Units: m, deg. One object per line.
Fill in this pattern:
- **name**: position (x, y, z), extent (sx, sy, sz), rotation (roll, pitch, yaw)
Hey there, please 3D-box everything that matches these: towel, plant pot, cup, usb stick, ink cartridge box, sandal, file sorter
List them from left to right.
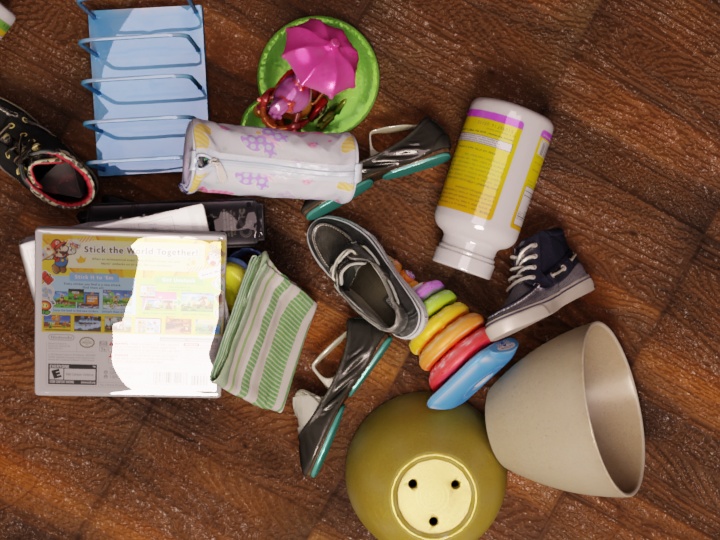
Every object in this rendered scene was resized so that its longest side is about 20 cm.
- **ink cartridge box**: position (-0.253, 0.022, 1.276), extent (0.199, 0.057, 0.163), rotation (-14, 104, -10)
- **file sorter**: position (-0.255, -0.216, 1.365), extent (0.138, 0.123, 0.201), rotation (-3, 92, 0)
- **usb stick**: position (-0.205, -0.050, 1.290), extent (0.199, 0.033, 0.056), rotation (-2, 89, 3)
- **sandal**: position (-0.136, 0.051, 1.363), extent (0.079, 0.087, 0.200), rotation (20, 134, 11)
- **towel**: position (-0.104, 0.075, 1.323), extent (0.023, 0.200, 0.153), rotation (14, 77, 18)
- **plant pot**: position (0.082, 0.250, 1.366), extent (0.199, 0.142, 0.201), rotation (0, 91, -1)
- **cup**: position (0.230, 0.172, 1.359), extent (0.143, 0.200, 0.201), rotation (-15, 91, 28)

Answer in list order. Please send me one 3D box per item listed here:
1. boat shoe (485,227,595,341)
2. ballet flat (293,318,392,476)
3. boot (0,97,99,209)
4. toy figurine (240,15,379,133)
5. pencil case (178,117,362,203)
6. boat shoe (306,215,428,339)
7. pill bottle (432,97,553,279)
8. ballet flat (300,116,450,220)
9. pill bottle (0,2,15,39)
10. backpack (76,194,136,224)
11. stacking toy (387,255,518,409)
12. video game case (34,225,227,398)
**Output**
- **boat shoe**: position (0.192, 0.013, 1.358), extent (0.075, 0.200, 0.093), rotation (-31, 84, 39)
- **ballet flat**: position (-0.036, 0.146, 1.399), extent (0.068, 0.068, 0.200), rotation (29, 81, 7)
- **boot**: position (-0.384, -0.139, 1.327), extent (0.203, 0.154, 0.074), rotation (36, 87, -16)
- **toy figurine**: position (-0.068, -0.214, 1.336), extent (0.150, 0.184, 0.200), rotation (42, 91, -1)
- **pencil case**: position (-0.101, -0.121, 1.295), extent (0.199, 0.091, 0.083), rotation (3, 87, -19)
- **boat shoe**: position (0.000, 0.000, 1.361), extent (0.200, 0.071, 0.072), rotation (43, 103, 28)
- **pill bottle**: position (0.150, -0.095, 1.380), extent (0.104, 0.104, 0.201), rotation (19, 90, -1)
- **ballet flat**: position (0.011, -0.128, 1.401), extent (0.199, 0.068, 0.069), rotation (-24, 81, -6)
- **pill bottle**: position (-0.508, -0.255, 1.366), extent (0.111, 0.111, 0.200), rotation (38, 91, -1)
- **backpack**: position (-0.256, 0.027, 1.368), extent (0.166, 0.127, 0.201), rotation (18, 92, 11)
- **stacking toy**: position (0.084, 0.055, 1.392), extent (0.110, 0.116, 0.200), rotation (-47, 72, 25)
- **video game case**: position (-0.245, 0.046, 1.248), extent (0.199, 0.023, 0.183), rotation (2, 102, -8)
